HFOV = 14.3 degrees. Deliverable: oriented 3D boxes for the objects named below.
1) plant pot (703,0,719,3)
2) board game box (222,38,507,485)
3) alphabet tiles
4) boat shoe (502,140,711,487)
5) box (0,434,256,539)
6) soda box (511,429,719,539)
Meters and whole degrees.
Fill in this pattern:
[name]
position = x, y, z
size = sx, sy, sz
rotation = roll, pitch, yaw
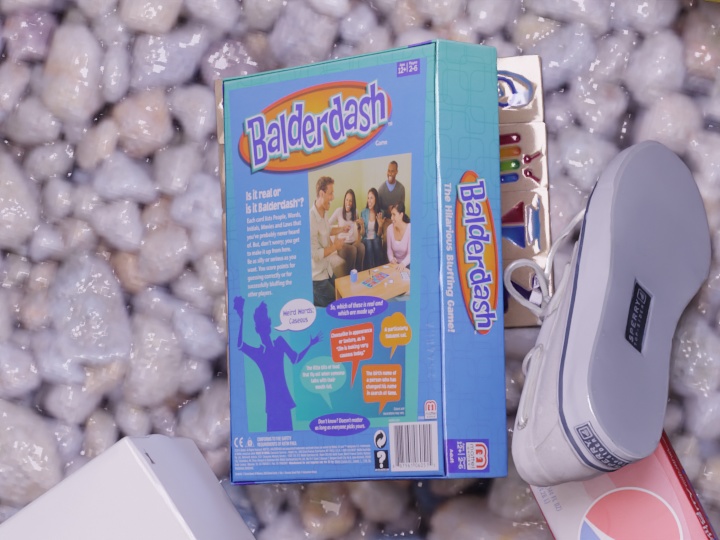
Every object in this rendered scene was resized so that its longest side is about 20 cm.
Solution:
[plant pot]
position = 0.185, -0.206, 1.325
size = 0.199, 0.200, 0.143
rotation = -5, 111, 10
[board game box]
position = 0.000, 0.000, 1.358
size = 0.152, 0.045, 0.201
rotation = -5, 85, 46
[alphabet tiles]
position = 0.013, -0.001, 1.420
size = 0.166, 0.008, 0.201
rotation = -4, 86, 10
[boat shoe]
position = 0.106, 0.025, 1.340
size = 0.086, 0.203, 0.075
rotation = -28, 122, 37
[box]
position = -0.151, 0.174, 1.379
size = 0.200, 0.124, 0.098
rotation = -35, 81, 7
[soda box]
position = 0.146, 0.158, 1.356
size = 0.070, 0.063, 0.201
rotation = -27, 81, 7
